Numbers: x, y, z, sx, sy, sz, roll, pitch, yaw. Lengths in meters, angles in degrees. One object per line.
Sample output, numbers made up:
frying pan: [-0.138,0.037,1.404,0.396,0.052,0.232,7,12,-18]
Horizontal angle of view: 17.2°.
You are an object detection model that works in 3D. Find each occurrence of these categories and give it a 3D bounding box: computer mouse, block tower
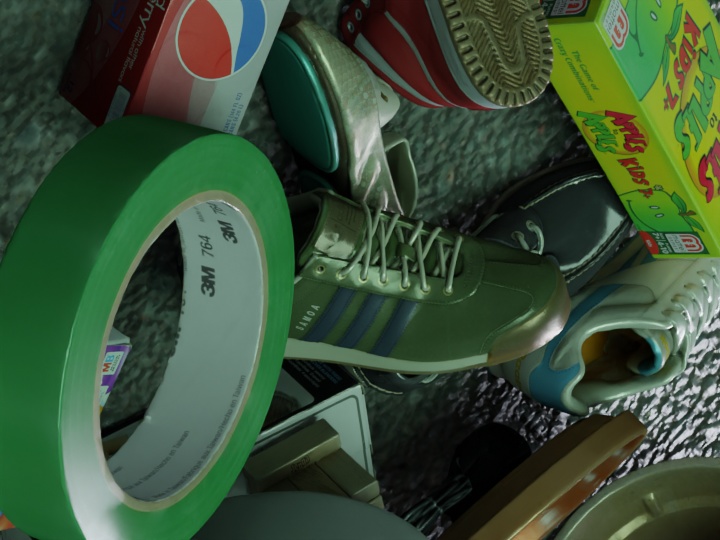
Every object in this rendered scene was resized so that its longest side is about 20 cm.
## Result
computer mouse: [0.051,0.121,1.342,0.059,0.034,0.200,-50,169,16]
block tower: [-0.013,0.178,1.286,0.054,0.058,0.201,-28,131,-21]

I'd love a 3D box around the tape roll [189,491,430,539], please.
tape roll: [-0.042,0.207,1.217,0.199,0.066,0.201,-4,129,-5]

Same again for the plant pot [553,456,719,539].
plant pot: [0.229,0.248,1.517,0.200,0.200,0.184,-45,145,-6]

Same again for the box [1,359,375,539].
box: [-0.089,0.132,1.280,0.199,0.060,0.117,-26,129,-22]

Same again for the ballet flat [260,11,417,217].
ballet flat: [-0.006,-0.068,1.225,0.062,0.067,0.201,-37,142,-22]

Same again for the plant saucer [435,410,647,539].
plant saucer: [0.083,0.149,1.378,0.200,0.032,0.200,-40,168,-10]

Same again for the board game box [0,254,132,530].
board game box: [-0.211,0.056,1.062,0.200,0.105,0.103,-3,121,-64]

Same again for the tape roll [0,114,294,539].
tape roll: [-0.098,0.031,1.081,0.200,0.048,0.201,-39,136,-52]

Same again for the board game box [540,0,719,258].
board game box: [0.158,-0.107,1.299,0.200,0.047,0.102,53,47,-43]

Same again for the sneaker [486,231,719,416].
sneaker: [0.173,0.026,1.399,0.199,0.081,0.077,-28,128,-22]

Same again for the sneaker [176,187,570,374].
sneaker: [0.000,0.000,1.187,0.090,0.199,0.067,68,27,-51]

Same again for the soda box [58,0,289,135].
soda box: [-0.069,-0.155,1.121,0.070,0.063,0.201,9,110,-40]

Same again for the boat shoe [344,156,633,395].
boat shoe: [0.082,0.005,1.317,0.200,0.063,0.073,-34,104,-13]

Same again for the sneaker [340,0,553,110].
sneaker: [0.026,-0.174,1.189,0.071,0.112,0.201,-19,96,-24]
